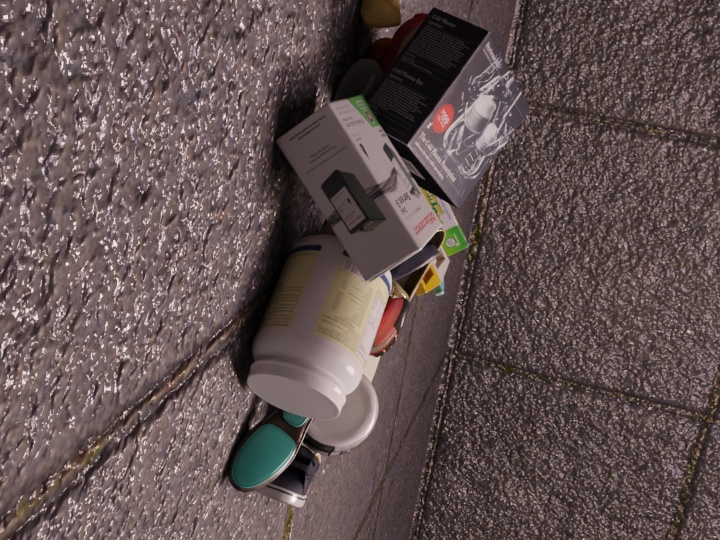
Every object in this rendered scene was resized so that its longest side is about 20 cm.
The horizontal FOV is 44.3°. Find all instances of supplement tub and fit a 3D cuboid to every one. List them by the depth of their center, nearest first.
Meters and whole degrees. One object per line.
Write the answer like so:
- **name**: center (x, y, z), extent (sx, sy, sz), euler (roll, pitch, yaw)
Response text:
- **supplement tub**: center (-0.052, 0.072, 1.122), extent (0.145, 0.144, 0.201), euler (82, 25, -60)
- **supplement tub**: center (-0.041, 0.215, 1.335), extent (0.200, 0.122, 0.123), euler (108, -1, -75)

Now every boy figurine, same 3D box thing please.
- **boy figurine**: center (0.049, -0.430, 1.238), extent (0.124, 0.064, 0.201), euler (83, 21, -66)

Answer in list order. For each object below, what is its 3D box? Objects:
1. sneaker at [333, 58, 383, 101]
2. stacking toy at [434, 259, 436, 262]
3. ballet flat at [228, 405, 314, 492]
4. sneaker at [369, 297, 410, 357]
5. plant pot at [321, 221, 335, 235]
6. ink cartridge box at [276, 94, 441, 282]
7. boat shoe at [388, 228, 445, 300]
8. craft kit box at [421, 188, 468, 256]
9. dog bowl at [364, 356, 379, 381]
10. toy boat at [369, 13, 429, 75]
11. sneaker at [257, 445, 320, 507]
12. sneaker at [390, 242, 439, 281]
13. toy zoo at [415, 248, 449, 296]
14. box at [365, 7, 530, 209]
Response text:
- **sneaker**: center (-0.006, -0.207, 1.249), extent (0.080, 0.070, 0.201), euler (-86, -176, -57)
- **stacking toy**: center (0.028, -0.033, 1.501), extent (0.200, 0.146, 0.147), euler (0, 104, -58)
- **ballet flat**: center (-0.106, 0.214, 1.182), extent (0.200, 0.073, 0.073), euler (-52, 158, -24)
- **sneaker**: center (-0.011, 0.078, 1.242), extent (0.200, 0.087, 0.074), euler (-31, -151, 49)
- **plant pot**: center (0.000, 0.000, 1.361), extent (0.200, 0.027, 0.201), euler (5, 84, -56)
- **ink cartridge box**: center (0.005, -0.103, 1.074), extent (0.201, 0.084, 0.146), euler (57, 21, -4)
- **boat shoe**: center (0.061, 0.011, 1.344), extent (0.073, 0.063, 0.201), euler (50, 60, -23)
- **craft kit box**: center (0.105, -0.149, 1.455), extent (0.198, 0.048, 0.200), euler (58, 9, -23)
- **dog bowl**: center (-0.014, 0.114, 1.495), extent (0.200, 0.078, 0.201), euler (14, 90, -78)
- **toy boat**: center (0.060, -0.296, 1.305), extent (0.130, 0.131, 0.201), euler (-10, 135, -41)
- **sneaker**: center (-0.104, 0.293, 1.290), extent (0.200, 0.078, 0.080), euler (96, 14, -82)
- **sneaker**: center (0.028, -0.025, 1.218), extent (0.070, 0.200, 0.082), euler (-28, 97, -35)
- **toy zoo**: center (0.092, -0.047, 1.457), extent (0.201, 0.020, 0.131), euler (63, 31, -12)
- **box**: center (0.118, -0.217, 1.212), extent (0.183, 0.104, 0.200), euler (-55, 147, -2)
